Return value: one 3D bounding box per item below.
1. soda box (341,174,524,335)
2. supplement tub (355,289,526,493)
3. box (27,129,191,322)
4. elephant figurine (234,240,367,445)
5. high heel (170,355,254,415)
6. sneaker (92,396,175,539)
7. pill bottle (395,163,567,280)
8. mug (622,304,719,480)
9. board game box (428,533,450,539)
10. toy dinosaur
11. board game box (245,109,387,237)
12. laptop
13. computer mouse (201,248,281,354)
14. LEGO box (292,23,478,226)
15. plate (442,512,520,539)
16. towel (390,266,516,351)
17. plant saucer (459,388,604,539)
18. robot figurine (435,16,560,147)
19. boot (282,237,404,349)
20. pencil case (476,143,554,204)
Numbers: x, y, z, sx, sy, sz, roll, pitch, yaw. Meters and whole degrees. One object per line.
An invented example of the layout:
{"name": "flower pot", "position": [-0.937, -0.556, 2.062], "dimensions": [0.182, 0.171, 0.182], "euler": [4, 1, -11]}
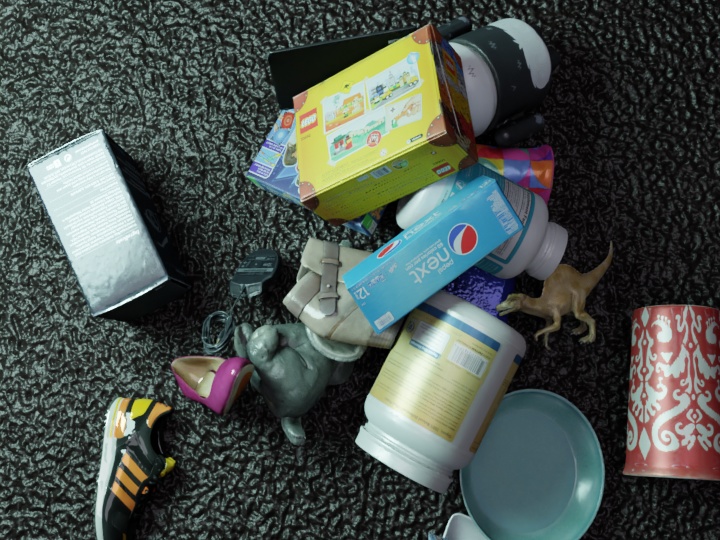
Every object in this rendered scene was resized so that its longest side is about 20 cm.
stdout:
{"name": "soda box", "position": [0.078, -0.020, 0.992], "dimensions": [0.198, 0.068, 0.065], "euler": [-35, 103, 1]}
{"name": "supplement tub", "position": [0.091, 0.139, 1.053], "dimensions": [0.143, 0.145, 0.203], "euler": [28, 86, 3]}
{"name": "box", "position": [-0.306, -0.049, 1.119], "dimensions": [0.103, 0.148, 0.203], "euler": [-25, 84, -3]}
{"name": "elephant figurine", "position": [-0.047, 0.082, 1.122], "dimensions": [0.197, 0.141, 0.158], "euler": [-27, 113, -18]}
{"name": "high heel", "position": [-0.186, 0.125, 1.076], "dimensions": [0.095, 0.200, 0.068], "euler": [36, 63, -2]}
{"name": "sneaker", "position": [-0.277, 0.262, 1.123], "dimensions": [0.088, 0.070, 0.205], "euler": [2, 82, 4]}
{"name": "pill bottle", "position": [0.149, -0.062, 1.084], "dimensions": [0.197, 0.111, 0.113], "euler": [26, 84, -11]}
{"name": "mug", "position": [0.402, 0.155, 1.125], "dimensions": [0.131, 0.176, 0.205], "euler": [-5, 77, 36]}
{"name": "board game box", "position": [0.142, 0.418, 1.077], "dimensions": [0.197, 0.062, 0.203], "euler": [30, 85, 5]}
{"name": "toy dinosaur", "position": [0.269, 0.037, 1.138], "dimensions": [0.197, 0.058, 0.103], "euler": [-23, 103, -21]}
{"name": "board game box", "position": [-0.037, -0.140, 1.138], "dimensions": [0.198, 0.034, 0.137], "euler": [26, 82, 32]}
{"name": "laptop", "position": [-0.024, -0.267, 1.109], "dimensions": [0.173, 0.201, 0.105], "euler": [-9, 123, -1]}
{"name": "computer mouse", "position": [-0.144, 0.040, 1.111], "dimensions": [0.057, 0.201, 0.035], "euler": [1, 126, 20]}
{"name": "LEGO box", "position": [0.023, -0.162, 1.030], "dimensions": [0.197, 0.077, 0.152], "euler": [-22, 58, 28]}
{"name": "plate", "position": [0.170, 0.432, 1.122], "dimensions": [0.196, 0.032, 0.203], "euler": [21, 85, 2]}
{"name": "towel", "position": [0.117, 0.072, 1.158], "dimensions": [0.144, 0.050, 0.205], "euler": [9, 84, 7]}
{"name": "plant saucer", "position": [0.209, 0.251, 1.123], "dimensions": [0.195, 0.036, 0.205], "euler": [2, 81, -15]}
{"name": "robot figurine", "position": [0.160, -0.242, 1.137], "dimensions": [0.198, 0.149, 0.127], "euler": [-28, 128, -31]}
{"name": "boot", "position": [0.000, 0.000, 1.087], "dimensions": [0.144, 0.071, 0.202], "euler": [25, 54, 3]}
{"name": "pencil case", "position": [0.150, -0.127, 1.160], "dimensions": [0.195, 0.088, 0.091], "euler": [6, 83, 1]}
